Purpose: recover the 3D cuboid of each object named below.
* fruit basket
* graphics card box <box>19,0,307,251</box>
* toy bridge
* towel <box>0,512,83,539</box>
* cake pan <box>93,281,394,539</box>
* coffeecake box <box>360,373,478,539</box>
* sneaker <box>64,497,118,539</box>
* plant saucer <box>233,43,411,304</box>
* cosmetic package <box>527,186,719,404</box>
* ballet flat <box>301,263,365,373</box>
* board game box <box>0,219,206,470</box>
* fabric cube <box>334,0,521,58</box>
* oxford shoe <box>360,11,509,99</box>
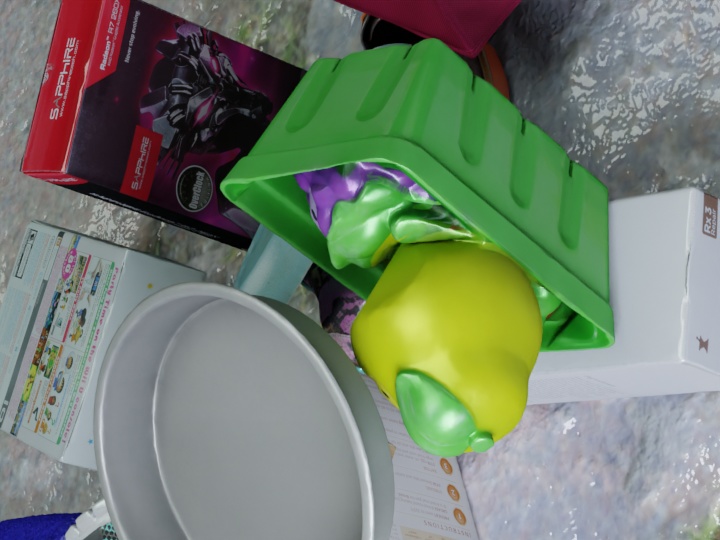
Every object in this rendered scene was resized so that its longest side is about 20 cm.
[{"bbox_3d":[0.035,0.007,1.212,0.155,0.215,0.216,-5,72,44],"label":"fruit basket"},{"bbox_3d":[-0.116,-0.094,1.508,0.051,0.200,0.126,1,76,46],"label":"graphics card box"},{"bbox_3d":[-0.065,0.095,1.263,0.200,0.027,0.067,19,91,45],"label":"toy bridge"},{"bbox_3d":[-0.265,0.247,1.647,0.200,0.050,0.148,-11,69,43],"label":"towel"},{"bbox_3d":[-0.058,0.101,1.198,0.200,0.037,0.201,13,110,40],"label":"cake pan"},{"bbox_3d":[-0.007,0.154,1.339,0.073,0.153,0.200,-37,52,32],"label":"coffeecake box"},{"bbox_3d":[-0.122,0.177,1.513,0.200,0.078,0.091,-42,62,36],"label":"sneaker"},{"bbox_3d":[-0.028,-0.050,1.371,0.200,0.027,0.200,-61,6,11],"label":"plant saucer"},{"bbox_3d":[0.125,0.019,1.316,0.200,0.074,0.102,-6,72,42],"label":"cosmetic package"},{"bbox_3d":[0.000,0.000,1.415,0.200,0.069,0.071,-116,44,-71],"label":"ballet flat"},{"bbox_3d":[-0.191,0.051,1.600,0.200,0.064,0.148,16,88,63],"label":"board game box"},{"bbox_3d":[0.022,-0.280,1.391,0.200,0.199,0.196,-50,42,-13],"label":"fabric cube"},{"bbox_3d":[0.032,-0.168,1.476,0.071,0.072,0.200,-44,49,26],"label":"oxford shoe"}]
